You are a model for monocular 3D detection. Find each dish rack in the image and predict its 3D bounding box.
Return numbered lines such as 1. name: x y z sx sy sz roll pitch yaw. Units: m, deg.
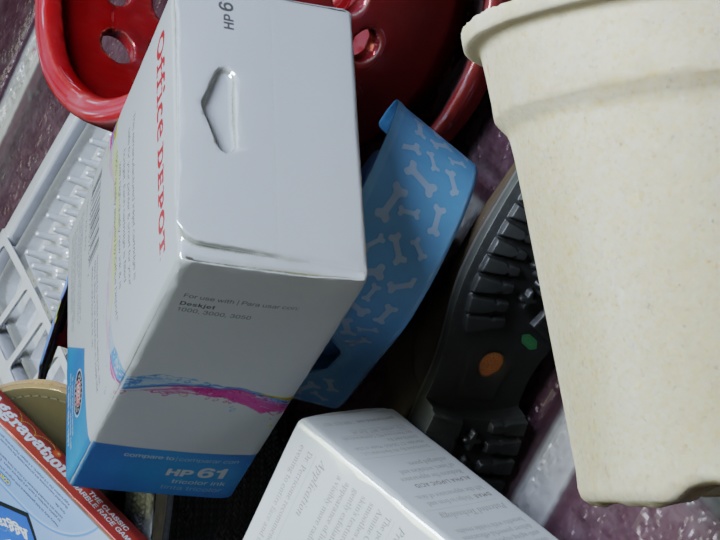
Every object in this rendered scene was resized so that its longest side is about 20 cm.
1. dish rack: -0.157 -0.007 1.288 0.200 0.043 0.172 -57 40 22

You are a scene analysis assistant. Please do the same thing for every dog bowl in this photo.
1. dog bowl: 0.000 0.000 1.015 0.112 0.050 0.200 -66 5 -28

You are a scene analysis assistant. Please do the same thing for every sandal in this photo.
1. sandal: -0.174 0.097 1.108 0.212 0.078 0.070 -56 6 44

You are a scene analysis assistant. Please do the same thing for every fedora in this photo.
1. fedora: -0.087 0.112 1.097 0.201 0.091 0.201 -173 90 -76

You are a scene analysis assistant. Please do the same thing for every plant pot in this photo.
1. plant pot: 0.142 -0.006 0.801 0.200 0.200 0.184 -9 81 50
2. plant pot: -0.036 -0.147 1.064 0.200 0.182 0.201 -21 62 48

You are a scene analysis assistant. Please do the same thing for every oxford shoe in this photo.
1. oxford shoe: 0.054 0.012 0.989 0.200 0.073 0.084 -63 33 14

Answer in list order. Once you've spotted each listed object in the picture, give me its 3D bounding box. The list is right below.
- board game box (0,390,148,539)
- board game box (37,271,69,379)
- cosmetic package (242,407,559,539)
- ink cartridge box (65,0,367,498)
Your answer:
1. board game box: -0.139 0.151 1.015 0.200 0.019 0.103 43 122 18
2. board game box: -0.132 -0.006 1.157 0.200 0.039 0.158 125 162 -73
3. cosmetic package: 0.041 0.153 0.906 0.200 0.074 0.102 37 113 30
4. ink cartridge box: -0.068 -0.008 0.943 0.200 0.085 0.145 121 151 -52
